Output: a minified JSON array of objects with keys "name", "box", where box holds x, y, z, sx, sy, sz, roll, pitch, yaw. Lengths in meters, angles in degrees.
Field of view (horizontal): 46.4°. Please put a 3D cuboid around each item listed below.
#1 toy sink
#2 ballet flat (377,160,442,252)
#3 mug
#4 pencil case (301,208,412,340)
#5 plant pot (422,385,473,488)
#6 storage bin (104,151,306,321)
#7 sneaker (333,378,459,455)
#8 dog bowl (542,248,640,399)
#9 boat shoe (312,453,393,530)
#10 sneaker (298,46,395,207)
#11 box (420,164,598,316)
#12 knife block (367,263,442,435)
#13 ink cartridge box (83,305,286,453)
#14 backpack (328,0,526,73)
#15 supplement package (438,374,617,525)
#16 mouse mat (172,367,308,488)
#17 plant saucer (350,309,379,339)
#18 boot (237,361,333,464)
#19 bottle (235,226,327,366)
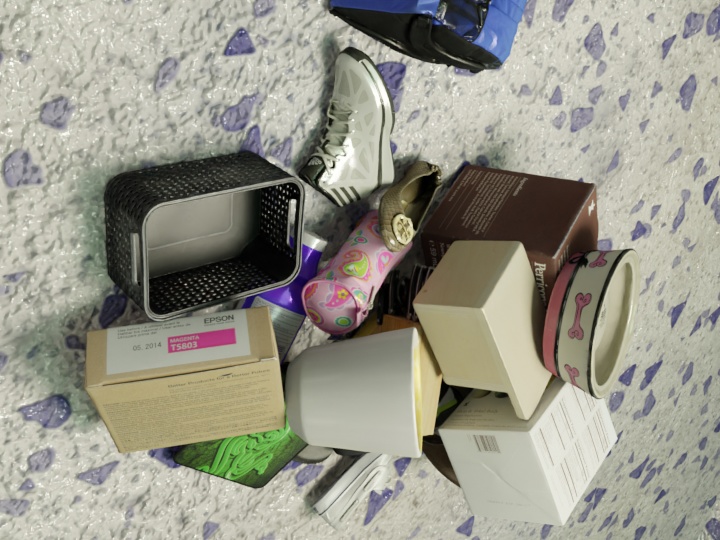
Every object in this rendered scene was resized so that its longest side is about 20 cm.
[{"name":"toy sink","box":[0.166,0.078,1.103,0.131,0.112,0.201,-53,130,-36]},{"name":"ballet flat","box":[0.069,-0.089,1.088,0.068,0.046,0.200,68,29,-23]},{"name":"mug","box":[-0.004,0.160,1.003,0.152,0.150,0.187,-3,130,6]},{"name":"pencil case","box":[0.000,0.000,1.063,0.200,0.087,0.088,-54,150,-52]},{"name":"plant pot","box":[0.161,0.247,1.330,0.187,0.187,0.200,-56,146,-1]},{"name":"storage bin","box":[-0.169,-0.043,0.929,0.199,0.094,0.136,-17,125,-37]},{"name":"sneaker","box":[0.047,0.205,1.219,0.199,0.083,0.072,-20,173,-9]},{"name":"dog bowl","box":[0.304,0.064,1.110,0.200,0.073,0.201,-29,125,-51]},{"name":"boat shoe","box":[0.015,0.326,1.335,0.200,0.065,0.074,-43,176,-5]},{"name":"sneaker","box":[-0.022,-0.158,1.010,0.115,0.076,0.201,-35,136,-26]},{"name":"box","box":[0.216,-0.028,1.196,0.164,0.199,0.166,-52,142,-36]},{"name":"knife block","box":[0.080,0.099,1.127,0.064,0.201,0.176,3,141,-44]},{"name":"ink cartridge box","box":[-0.188,0.125,0.936,0.199,0.075,0.165,-7,143,-7]},{"name":"backpack","box":[0.100,-0.322,0.962,0.200,0.162,0.169,17,99,-46]},{"name":"supplement package","box":[0.242,0.232,1.197,0.200,0.151,0.151,-38,112,-44]},{"name":"mouse mat","box":[-0.127,0.210,1.102,0.200,0.008,0.161,-44,131,18]},{"name":"plant saucer","box":[0.044,0.131,1.272,0.200,0.048,0.200,-48,137,-12]},{"name":"boot","box":[-0.070,0.197,1.158,0.132,0.070,0.200,-45,143,18]},{"name":"bottle","box":[-0.107,0.042,1.055,0.083,0.065,0.201,24,97,-24]}]
